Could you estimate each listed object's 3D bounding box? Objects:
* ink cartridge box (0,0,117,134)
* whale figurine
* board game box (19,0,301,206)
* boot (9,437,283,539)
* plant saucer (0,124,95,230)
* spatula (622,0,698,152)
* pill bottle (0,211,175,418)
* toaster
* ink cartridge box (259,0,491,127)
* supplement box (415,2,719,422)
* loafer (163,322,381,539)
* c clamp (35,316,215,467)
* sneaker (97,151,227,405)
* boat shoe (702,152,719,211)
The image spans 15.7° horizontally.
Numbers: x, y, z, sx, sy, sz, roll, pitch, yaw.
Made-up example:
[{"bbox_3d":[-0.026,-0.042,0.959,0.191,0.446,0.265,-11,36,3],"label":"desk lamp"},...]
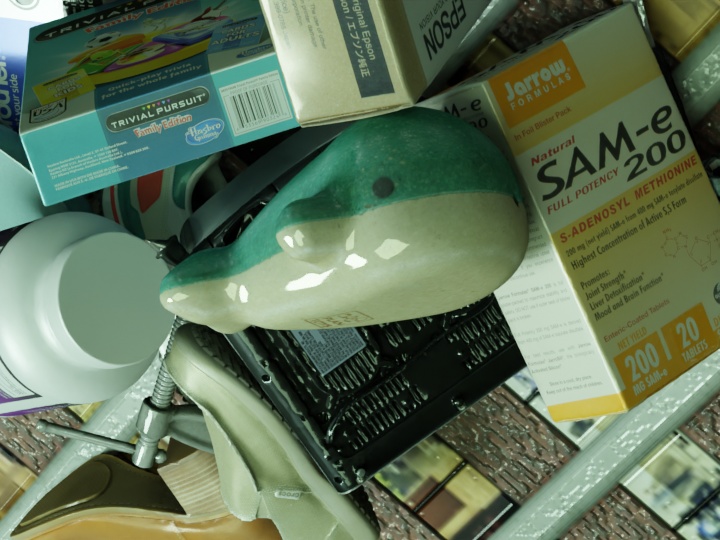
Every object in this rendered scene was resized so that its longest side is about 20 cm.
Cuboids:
[{"bbox_3d":[-0.189,-0.170,1.605,0.094,0.044,0.201,8,120,20],"label":"ink cartridge box"},{"bbox_3d":[-0.011,-0.024,1.406,0.199,0.159,0.104,-16,75,20],"label":"whale figurine"},{"bbox_3d":[-0.114,-0.113,1.485,0.150,0.200,0.047,-17,113,1],"label":"board game box"},{"bbox_3d":[-0.130,0.197,1.772,0.199,0.074,0.155,-19,113,32],"label":"boot"},{"bbox_3d":[-0.233,-0.037,1.671,0.199,0.036,0.200,24,146,18],"label":"plant saucer"},{"bbox_3d":[0.159,-0.143,1.494,0.056,0.021,0.201,-9,114,24],"label":"spatula"},{"bbox_3d":[-0.189,0.027,1.559,0.113,0.112,0.200,56,149,-14],"label":"pill bottle"},{"bbox_3d":[0.000,0.000,1.533,0.181,0.119,0.200,-36,104,-1],"label":"toaster"},{"bbox_3d":[0.007,-0.196,1.417,0.075,0.200,0.165,-8,115,25],"label":"ink cartridge box"},{"bbox_3d":[0.131,-0.032,1.475,0.073,0.126,0.201,-15,103,56],"label":"supplement box"},{"bbox_3d":[-0.063,0.115,1.611,0.068,0.076,0.200,-37,119,5],"label":"loafer"},{"bbox_3d":[-0.089,0.046,1.623,0.170,0.027,0.201,19,113,-13],"label":"c clamp"},{"bbox_3d":[-0.085,0.012,1.648,0.093,0.070,0.200,-14,109,34],"label":"sneaker"},{"bbox_3d":[0.288,-0.031,1.472,0.199,0.071,0.091,-6,119,27],"label":"boat shoe"}]
